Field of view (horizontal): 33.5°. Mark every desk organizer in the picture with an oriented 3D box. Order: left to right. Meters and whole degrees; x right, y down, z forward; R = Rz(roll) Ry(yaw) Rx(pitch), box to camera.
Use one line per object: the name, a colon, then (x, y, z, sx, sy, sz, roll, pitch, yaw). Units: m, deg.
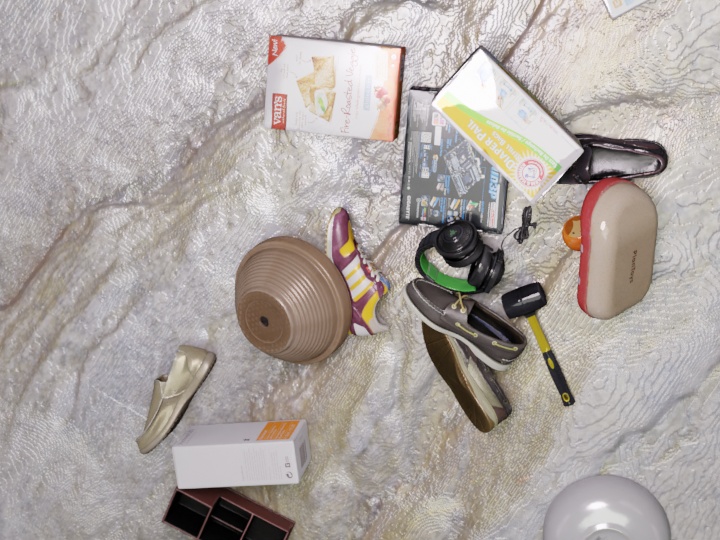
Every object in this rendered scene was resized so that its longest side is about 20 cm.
desk organizer: (-0.213, 0.406, 1.929, 0.198, 0.077, 0.073, 27, 106, 3)

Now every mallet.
mallet: (0.284, 0.109, 1.796, 0.065, 0.041, 0.202, -29, 101, 18)

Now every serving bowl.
serving bowl: (0.378, 0.420, 1.837, 0.197, 0.066, 0.204, 2, 103, 10)

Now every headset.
headset: (0.168, -0.032, 1.737, 0.123, 0.095, 0.199, 38, 144, -26)

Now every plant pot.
plant pot: (-0.119, 0.058, 1.788, 0.198, 0.093, 0.204, 13, 116, 27)

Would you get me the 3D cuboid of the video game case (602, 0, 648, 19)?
video game case: (0.396, -0.474, 1.642, 0.198, 0.023, 0.184, -26, 98, 14)

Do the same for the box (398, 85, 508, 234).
box: (0.140, -0.161, 1.749, 0.156, 0.046, 0.204, 5, 104, 8)

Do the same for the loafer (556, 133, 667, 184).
loafer: (0.338, -0.157, 1.706, 0.196, 0.063, 0.073, -1, 103, 10)

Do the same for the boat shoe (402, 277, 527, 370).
boat shoe: (0.155, 0.067, 1.770, 0.200, 0.072, 0.061, 34, 131, -6)

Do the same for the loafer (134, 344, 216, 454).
loafer: (-0.303, 0.200, 1.901, 0.068, 0.076, 0.201, 35, 97, 1)

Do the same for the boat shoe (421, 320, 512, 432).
boat shoe: (0.160, 0.145, 1.811, 0.064, 0.073, 0.202, -24, 83, -30)

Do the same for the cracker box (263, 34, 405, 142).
cracker box: (-0.038, -0.267, 1.749, 0.196, 0.058, 0.136, 7, 104, 9)

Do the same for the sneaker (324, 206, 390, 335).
sneaker: (0.000, 0.000, 1.800, 0.089, 0.075, 0.203, -2, 112, 12)

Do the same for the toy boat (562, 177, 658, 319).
toy boat: (0.342, -0.040, 1.712, 0.130, 0.129, 0.203, 32, 135, 42)

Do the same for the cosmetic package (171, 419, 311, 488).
cosmetic package: (-0.185, 0.288, 1.884, 0.196, 0.101, 0.073, -5, 102, 10)

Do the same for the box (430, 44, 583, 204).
box: (0.202, -0.202, 1.648, 0.200, 0.113, 0.101, 43, 104, -5)
